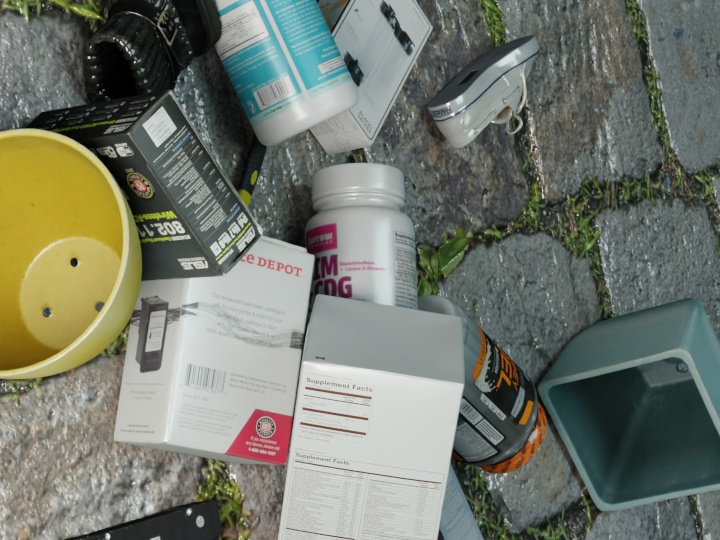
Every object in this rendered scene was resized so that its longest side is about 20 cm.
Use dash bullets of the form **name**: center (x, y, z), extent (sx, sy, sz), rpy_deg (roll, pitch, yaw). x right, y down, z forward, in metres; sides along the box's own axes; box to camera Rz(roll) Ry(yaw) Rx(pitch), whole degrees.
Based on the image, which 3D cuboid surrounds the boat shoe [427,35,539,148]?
- **boat shoe**: center (0.158, -0.199, 2.162), extent (0.202, 0.074, 0.086), rpy_deg (-45, 115, -45)

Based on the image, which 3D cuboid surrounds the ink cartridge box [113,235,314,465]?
- **ink cartridge box**: center (-0.131, 0.067, 1.686), extent (0.145, 0.083, 0.201), rpy_deg (16, 77, -40)

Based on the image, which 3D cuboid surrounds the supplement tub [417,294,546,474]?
- **supplement tub**: center (0.107, 0.126, 1.978), extent (0.200, 0.122, 0.123), rpy_deg (44, 50, -37)

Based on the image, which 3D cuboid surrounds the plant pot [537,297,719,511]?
- **plant pot**: center (0.358, 0.140, 2.249), extent (0.196, 0.196, 0.200), rpy_deg (61, 32, -21)

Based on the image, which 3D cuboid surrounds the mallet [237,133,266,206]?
- **mallet**: center (-0.110, -0.062, 1.822), extent (0.066, 0.041, 0.201), rpy_deg (50, 42, -30)

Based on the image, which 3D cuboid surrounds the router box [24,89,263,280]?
- **router box**: center (-0.197, -0.066, 1.576), extent (0.062, 0.199, 0.150), rpy_deg (-50, 120, -32)

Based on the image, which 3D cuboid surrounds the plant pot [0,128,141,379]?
- **plant pot**: center (-0.257, 0.002, 1.515), extent (0.142, 0.199, 0.201), rpy_deg (46, 43, -70)

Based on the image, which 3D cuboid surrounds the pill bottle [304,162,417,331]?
- **pill bottle**: center (0.000, 0.000, 1.879), extent (0.113, 0.113, 0.201), rpy_deg (13, 70, -50)

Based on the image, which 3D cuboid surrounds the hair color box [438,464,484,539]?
- **hair color box**: center (0.058, 0.255, 1.901), extent (0.061, 0.099, 0.201), rpy_deg (-40, 113, -47)

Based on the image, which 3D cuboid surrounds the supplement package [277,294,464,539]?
- **supplement package**: center (0.010, 0.154, 1.714), extent (0.191, 0.146, 0.201), rpy_deg (-82, -179, -72)

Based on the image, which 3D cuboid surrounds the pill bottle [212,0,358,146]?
- **pill bottle**: center (-0.088, -0.232, 1.818), extent (0.111, 0.110, 0.201), rpy_deg (-30, 97, -51)

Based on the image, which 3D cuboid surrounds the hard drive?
- **hard drive**: center (-0.191, 0.289, 1.626), extent (0.200, 0.038, 0.141), rpy_deg (-11, 90, -53)

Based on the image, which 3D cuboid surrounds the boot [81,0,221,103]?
- **boot**: center (-0.214, -0.251, 1.697), extent (0.212, 0.079, 0.158), rpy_deg (61, 41, -22)

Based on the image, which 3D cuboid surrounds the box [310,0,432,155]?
- **box**: center (-0.005, -0.233, 1.975), extent (0.117, 0.060, 0.201), rpy_deg (52, 46, -30)
